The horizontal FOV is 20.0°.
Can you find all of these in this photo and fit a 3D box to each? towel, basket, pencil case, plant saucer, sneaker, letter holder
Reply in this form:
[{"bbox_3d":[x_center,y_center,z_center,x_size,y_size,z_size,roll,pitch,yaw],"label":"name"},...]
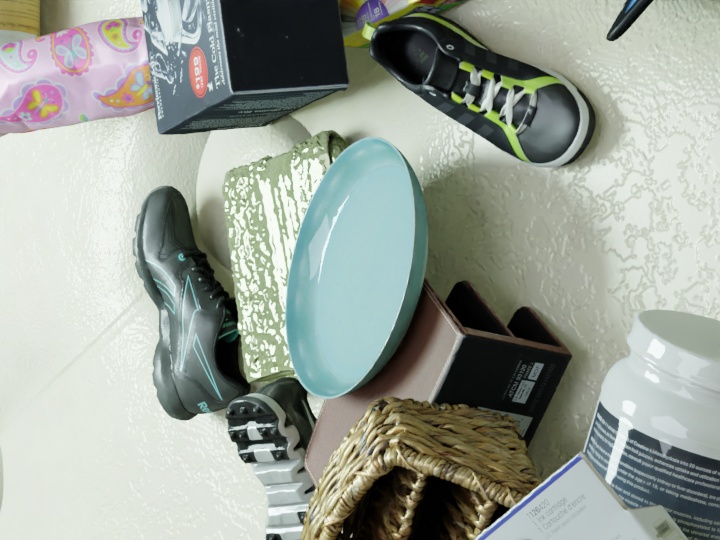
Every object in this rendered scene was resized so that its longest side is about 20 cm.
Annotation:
[{"bbox_3d":[-0.049,-0.002,1.681,0.148,0.036,0.202,-18,79,42],"label":"towel"},{"bbox_3d":[0.039,0.207,1.421,0.149,0.141,0.201,-113,36,-60],"label":"basket"},{"bbox_3d":[-0.253,-0.169,1.787,0.198,0.087,0.088,-11,82,14],"label":"pencil case"},{"bbox_3d":[0.000,0.000,1.552,0.200,0.027,0.202,-37,46,52],"label":"plant saucer"},{"bbox_3d":[-0.043,0.174,1.655,0.066,0.090,0.202,-6,111,33],"label":"sneaker"},{"bbox_3d":[0.080,-0.133,1.525,0.199,0.083,0.072,31,111,31],"label":"sneaker"},{"bbox_3d":[0.051,0.105,1.547,0.201,0.100,0.142,-66,32,20],"label":"letter holder"},{"bbox_3d":[-0.139,0.024,1.751,0.079,0.075,0.202,-10,90,28],"label":"sneaker"}]

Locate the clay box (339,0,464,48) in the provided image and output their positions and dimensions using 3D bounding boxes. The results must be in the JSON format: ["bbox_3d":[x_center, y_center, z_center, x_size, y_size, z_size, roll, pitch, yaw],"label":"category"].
[{"bbox_3d":[0.031,-0.253,1.599,0.199,0.047,0.116,-21,75,42],"label":"clay box"}]

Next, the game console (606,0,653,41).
[{"bbox_3d":[0.213,-0.280,1.388,0.200,0.116,0.177,-49,60,30],"label":"game console"}]

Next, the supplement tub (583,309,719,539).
[{"bbox_3d":[0.215,0.142,1.370,0.140,0.140,0.202,26,108,39],"label":"supplement tub"}]

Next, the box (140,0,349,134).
[{"bbox_3d":[-0.101,-0.223,1.635,0.182,0.103,0.202,164,99,-66],"label":"box"}]

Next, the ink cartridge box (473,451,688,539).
[{"bbox_3d":[0.149,0.242,1.315,0.198,0.047,0.201,-44,76,34],"label":"ink cartridge box"}]

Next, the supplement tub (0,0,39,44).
[{"bbox_3d":[-0.369,-0.262,1.897,0.144,0.144,0.202,0,90,42],"label":"supplement tub"}]
